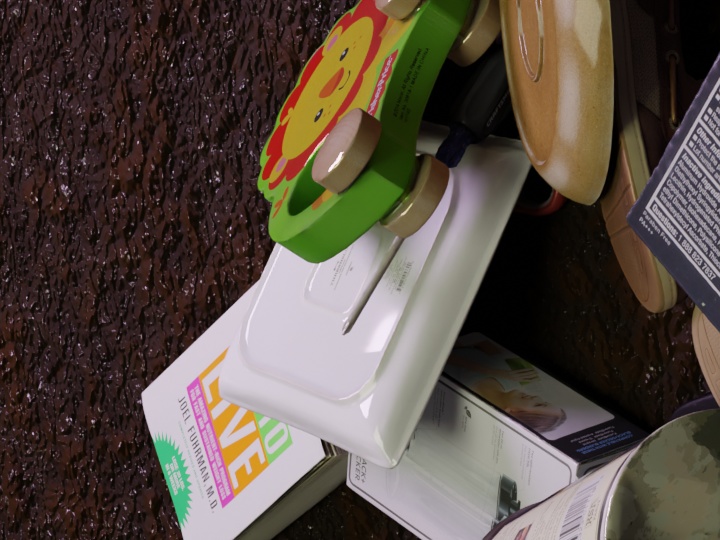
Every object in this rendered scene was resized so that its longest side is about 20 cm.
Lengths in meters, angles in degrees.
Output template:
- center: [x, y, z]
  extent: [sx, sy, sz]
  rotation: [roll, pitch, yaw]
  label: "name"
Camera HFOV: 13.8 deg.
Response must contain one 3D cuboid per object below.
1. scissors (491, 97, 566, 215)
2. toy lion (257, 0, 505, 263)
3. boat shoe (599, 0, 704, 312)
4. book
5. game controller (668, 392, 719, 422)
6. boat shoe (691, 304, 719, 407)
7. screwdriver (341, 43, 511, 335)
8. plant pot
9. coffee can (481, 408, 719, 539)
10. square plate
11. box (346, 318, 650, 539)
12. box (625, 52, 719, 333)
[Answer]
- center: [0.063, -0.033, 1.749]
  extent: [0.200, 0.014, 0.073]
  rotation: [-44, 65, 49]
  label: "scissors"
- center: [-0.005, -0.086, 1.707]
  extent: [0.192, 0.069, 0.201]
  rotation: [-36, 28, 51]
  label: "toy lion"
- center: [0.160, -0.079, 1.559]
  extent: [0.072, 0.072, 0.201]
  rotation: [110, 152, -73]
  label: "boat shoe"
- center: [-0.069, 0.097, 1.927]
  extent: [0.200, 0.048, 0.134]
  rotation: [-44, 60, 50]
  label: "book"
- center: [0.215, 0.160, 1.569]
  extent: [0.104, 0.042, 0.201]
  rotation: [-25, 77, 52]
  label: "game controller"
- center: [0.246, 0.077, 1.492]
  extent: [0.200, 0.065, 0.072]
  rotation: [45, 147, 34]
  label: "boat shoe"
- center: [0.039, -0.047, 1.655]
  extent: [0.028, 0.200, 0.029]
  rotation: [29, 154, 6]
  label: "screwdriver"
- center: [0.100, -0.134, 1.583]
  extent: [0.200, 0.027, 0.201]
  rotation: [175, 90, -84]
  label: "plant pot"
- center: [0.149, 0.165, 1.501]
  extent: [0.200, 0.146, 0.147]
  rotation: [-41, 65, 64]
  label: "coffee can"
- center: [0.000, 0.000, 1.733]
  extent: [0.198, 0.028, 0.201]
  rotation: [18, 83, 56]
  label: "square plate"
- center: [0.077, 0.111, 1.713]
  extent: [0.200, 0.060, 0.117]
  rotation: [32, 127, 45]
  label: "box"
- center: [0.259, -0.037, 1.399]
  extent: [0.200, 0.123, 0.199]
  rotation: [52, 136, 29]
  label: "box"
